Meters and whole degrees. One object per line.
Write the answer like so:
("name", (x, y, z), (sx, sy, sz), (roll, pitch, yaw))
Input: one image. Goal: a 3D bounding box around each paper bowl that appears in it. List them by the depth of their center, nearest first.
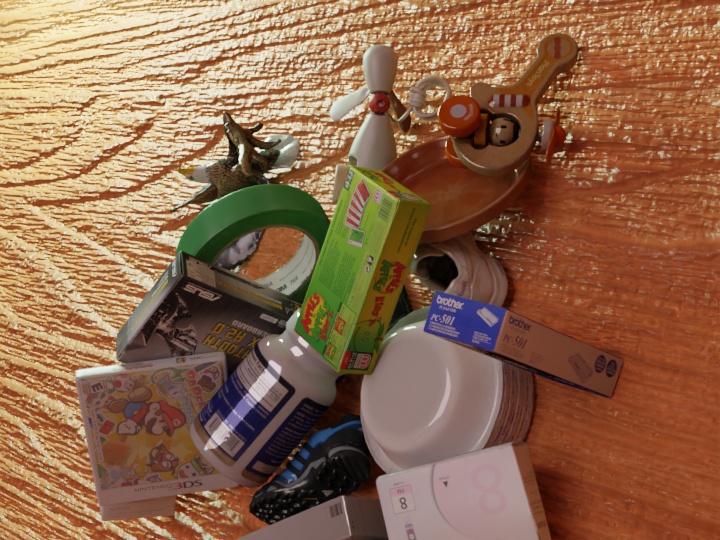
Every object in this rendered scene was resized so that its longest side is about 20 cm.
("paper bowl", (0.080, 0.136, 1.320), (0.200, 0.104, 0.202), (-19, 60, 38))

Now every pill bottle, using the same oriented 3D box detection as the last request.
("pill bottle", (-0.100, 0.149, 1.444), (0.200, 0.116, 0.116), (-49, 46, 8))

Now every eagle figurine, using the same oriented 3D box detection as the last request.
("eagle figurine", (-0.185, -0.116, 1.685), (0.152, 0.150, 0.201), (-56, -12, -48))

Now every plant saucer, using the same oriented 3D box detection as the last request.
("plant saucer", (0.099, -0.092, 1.377), (0.199, 0.032, 0.201), (-18, 33, 12))

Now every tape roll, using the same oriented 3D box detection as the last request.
("tape roll", (-0.128, -0.017, 1.513), (0.200, 0.200, 0.048), (-46, 49, 22))

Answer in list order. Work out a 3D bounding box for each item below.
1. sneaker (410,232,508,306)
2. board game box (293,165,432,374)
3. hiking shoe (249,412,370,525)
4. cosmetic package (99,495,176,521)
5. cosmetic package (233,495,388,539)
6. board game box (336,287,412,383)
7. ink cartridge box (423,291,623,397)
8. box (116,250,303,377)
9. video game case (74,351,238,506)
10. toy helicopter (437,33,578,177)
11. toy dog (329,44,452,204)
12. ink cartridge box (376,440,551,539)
("sneaker", (0.088, -0.031, 1.378), (0.075, 0.099, 0.200), (-60, 43, 22))
("board game box", (0.000, 0.000, 1.315), (0.102, 0.047, 0.201), (39, 115, 49))
("hiking shoe", (-0.054, 0.242, 1.450), (0.200, 0.074, 0.087), (-34, 26, 34))
("cosmetic package", (-0.288, 0.228, 1.583), (0.074, 0.101, 0.201), (-120, 34, -54))
("cosmetic package", (-0.060, 0.313, 1.403), (0.200, 0.082, 0.051), (-29, 63, 34))
("board game box", (-0.020, 0.074, 1.500), (0.200, 0.023, 0.105), (-40, 51, 27))
("ink cartridge box", (0.162, 0.074, 1.192), (0.094, 0.200, 0.044), (15, 85, 46))
("box", (-0.176, 0.076, 1.492), (0.158, 0.199, 0.048), (-49, 34, 27))
("video game case", (-0.248, 0.199, 1.509), (0.023, 0.181, 0.201), (-110, 15, -59))
("toy helicopter", (0.185, -0.183, 1.343), (0.132, 0.079, 0.200), (29, 70, 26))
("toy dog", (0.020, -0.166, 1.507), (0.201, 0.131, 0.096), (-64, 5, -2))
("ink cartridge box", (0.113, 0.285, 1.211), (0.162, 0.057, 0.201), (-19, 74, 28))
